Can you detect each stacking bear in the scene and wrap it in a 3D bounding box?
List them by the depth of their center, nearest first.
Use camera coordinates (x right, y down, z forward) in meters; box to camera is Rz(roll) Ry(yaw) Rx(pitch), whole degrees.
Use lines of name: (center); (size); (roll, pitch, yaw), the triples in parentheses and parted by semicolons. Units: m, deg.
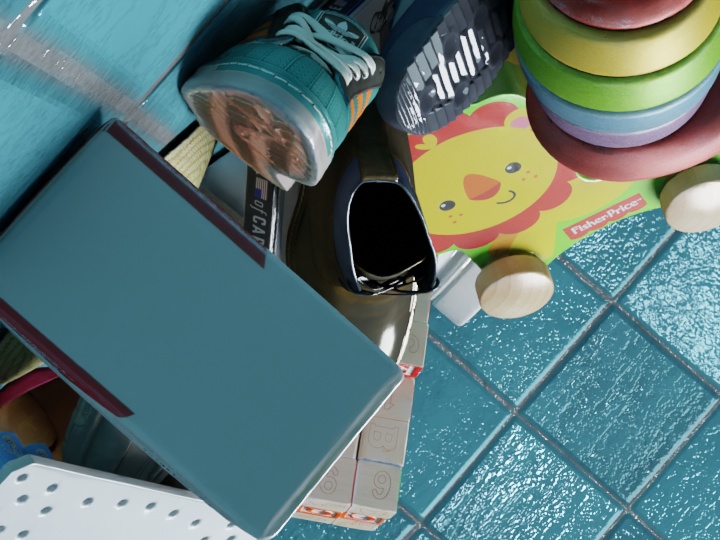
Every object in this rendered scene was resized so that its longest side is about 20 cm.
stacking bear: (0.126, -0.137, 0.818); (0.114, 0.121, 0.200); (-41, 154, -12)

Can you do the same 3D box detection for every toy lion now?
toy lion: (0.097, -0.061, 0.990); (0.200, 0.069, 0.192); (-25, 143, 16)

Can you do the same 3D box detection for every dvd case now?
dvd case: (-0.011, -0.090, 0.990); (0.200, 0.025, 0.151); (-49, 152, -49)

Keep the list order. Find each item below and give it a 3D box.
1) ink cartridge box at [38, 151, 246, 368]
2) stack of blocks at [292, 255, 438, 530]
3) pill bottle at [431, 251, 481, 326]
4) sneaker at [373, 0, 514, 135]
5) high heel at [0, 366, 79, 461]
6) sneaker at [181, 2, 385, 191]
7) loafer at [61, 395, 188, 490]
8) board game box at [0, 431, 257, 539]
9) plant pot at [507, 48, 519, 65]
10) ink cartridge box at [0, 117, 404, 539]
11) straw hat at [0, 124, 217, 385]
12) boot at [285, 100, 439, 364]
ink cartridge box: (-0.114, 0.022, 1.100); (0.200, 0.083, 0.147); (-49, 180, 19)
stack of blocks: (0.004, 0.056, 1.103); (0.115, 0.058, 0.201); (117, -17, -72)
pill bottle: (0.029, -0.059, 1.284); (0.113, 0.200, 0.113); (-49, 180, 1)
sneaker: (0.042, -0.146, 0.882); (0.200, 0.082, 0.070); (-55, 150, -35)
high heel: (-0.173, 0.087, 0.901); (0.096, 0.067, 0.200); (-36, -166, -5)
sneaker: (-0.029, -0.087, 0.768); (0.080, 0.071, 0.200); (-54, -174, -3)
loafer: (-0.121, 0.115, 0.878); (0.200, 0.070, 0.070); (115, 0, -46)
board game box: (-0.163, 0.161, 0.811); (0.200, 0.026, 0.200); (-45, 149, 12)
plant pot: (0.149, -0.213, 1.045); (0.196, 0.194, 0.200); (-49, 170, -13)
ink cartridge box: (-0.074, 0.031, 0.708); (0.084, 0.144, 0.200); (-49, -178, -10)
straw hat: (-0.103, 0.016, 0.906); (0.201, 0.085, 0.201); (-49, -179, 2)
boot: (0.000, 0.000, 0.901); (0.097, 0.074, 0.200); (-102, -173, -56)
